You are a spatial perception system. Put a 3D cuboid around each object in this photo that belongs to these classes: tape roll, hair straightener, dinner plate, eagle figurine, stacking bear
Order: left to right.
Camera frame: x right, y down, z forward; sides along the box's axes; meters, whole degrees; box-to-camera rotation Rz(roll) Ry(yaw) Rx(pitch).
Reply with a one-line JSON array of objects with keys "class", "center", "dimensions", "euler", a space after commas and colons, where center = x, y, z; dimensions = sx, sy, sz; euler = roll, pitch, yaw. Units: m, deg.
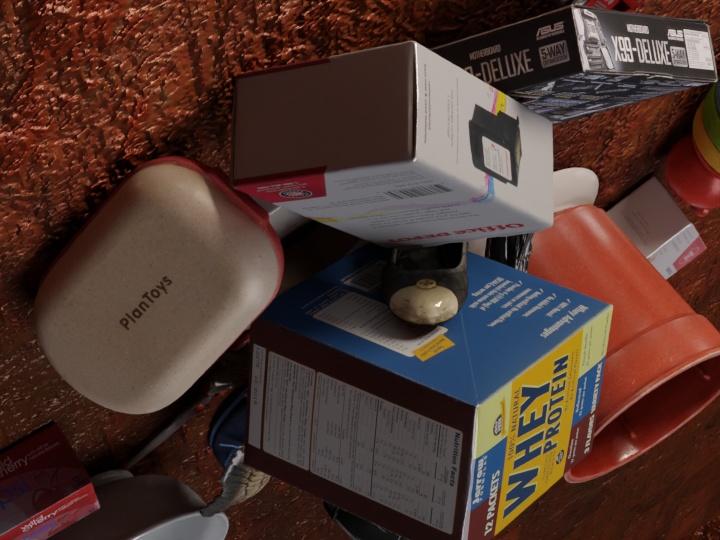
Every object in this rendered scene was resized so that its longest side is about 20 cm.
[{"class": "eagle figurine", "center": [-0.059, 0.144, 1.640], "dimensions": [0.151, 0.151, 0.201], "euler": [-34, 133, -33]}, {"class": "tape roll", "center": [-0.050, -0.027, 1.515], "dimensions": [0.202, 0.037, 0.203], "euler": [-29, 157, -13]}, {"class": "dinner plate", "center": [0.145, -0.022, 1.827], "dimensions": [0.200, 0.024, 0.200], "euler": [-29, 158, -13]}, {"class": "hair straightener", "center": [0.138, 0.000, 1.714], "dimensions": [0.041, 0.077, 0.201], "euler": [-7, 119, -33]}, {"class": "stacking bear", "center": [0.358, -0.129, 1.806], "dimensions": [0.113, 0.122, 0.200], "euler": [-20, 162, -37]}]

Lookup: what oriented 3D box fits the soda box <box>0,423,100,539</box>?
[{"class": "soda box", "center": [-0.315, 0.208, 1.585], "dimensions": [0.199, 0.064, 0.070], "euler": [-30, 159, -13]}]

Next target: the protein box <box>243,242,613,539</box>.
[{"class": "protein box", "center": [0.051, 0.086, 1.472], "dimensions": [0.198, 0.199, 0.136], "euler": [-31, 134, -48]}]

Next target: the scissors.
[{"class": "scissors", "center": [-0.131, 0.112, 1.717], "dimensions": [0.073, 0.014, 0.200], "euler": [-7, 144, -54]}]

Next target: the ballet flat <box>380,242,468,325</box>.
[{"class": "ballet flat", "center": [0.052, -0.022, 1.465], "dimensions": [0.066, 0.200, 0.057], "euler": [6, 122, 3]}]

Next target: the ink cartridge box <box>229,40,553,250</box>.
[{"class": "ink cartridge box", "center": [0.026, -0.080, 1.338], "dimensions": [0.145, 0.083, 0.200], "euler": [-7, 165, 31]}]

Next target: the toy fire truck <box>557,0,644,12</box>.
[{"class": "toy fire truck", "center": [0.184, -0.249, 1.372], "dimensions": [0.141, 0.049, 0.200], "euler": [-43, 158, 15]}]

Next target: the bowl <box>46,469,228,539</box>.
[{"class": "bowl", "center": [-0.225, 0.243, 1.751], "dimensions": [0.201, 0.091, 0.201], "euler": [-29, 157, -14]}]

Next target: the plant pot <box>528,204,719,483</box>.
[{"class": "plant pot", "center": [0.216, 0.058, 1.799], "dimensions": [0.200, 0.196, 0.201], "euler": [-30, 159, -13]}]

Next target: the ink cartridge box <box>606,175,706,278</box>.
[{"class": "ink cartridge box", "center": [0.243, 0.003, 1.956], "dimensions": [0.200, 0.068, 0.116], "euler": [-38, 160, 7]}]

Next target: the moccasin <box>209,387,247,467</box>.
[{"class": "moccasin", "center": [-0.076, 0.135, 1.761], "dimensions": [0.080, 0.068, 0.200], "euler": [-23, 161, -38]}]

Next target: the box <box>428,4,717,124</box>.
[{"class": "box", "center": [0.147, -0.147, 1.439], "dimensions": [0.157, 0.050, 0.200], "euler": [-12, 175, 38]}]

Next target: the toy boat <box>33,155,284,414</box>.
[{"class": "toy boat", "center": [-0.137, 0.003, 1.375], "dimensions": [0.200, 0.130, 0.131], "euler": [-45, -175, 25]}]

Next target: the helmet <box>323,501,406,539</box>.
[{"class": "helmet", "center": [0.072, 0.181, 1.924], "dimensions": [0.191, 0.200, 0.200], "euler": [-51, 154, 19]}]
